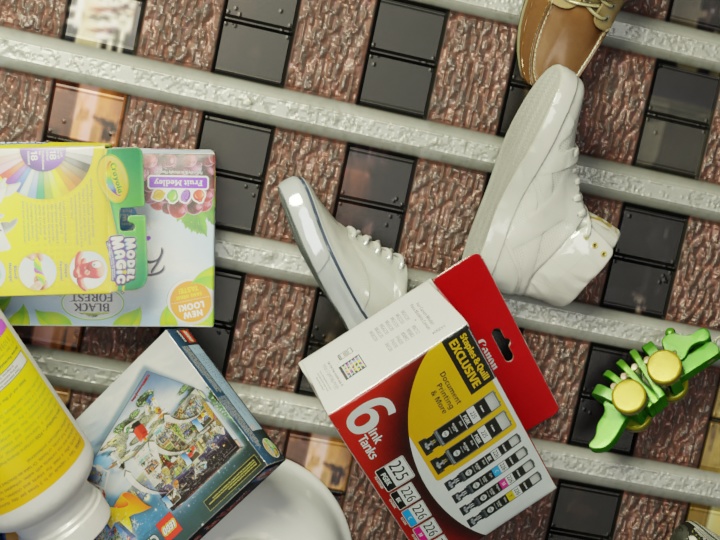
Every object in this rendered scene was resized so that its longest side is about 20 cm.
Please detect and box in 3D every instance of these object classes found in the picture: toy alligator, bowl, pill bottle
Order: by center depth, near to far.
[{"bbox_3d":[-0.271,0.125,1.074,0.104,0.104,0.201,-30,110,-2],"label":"pill bottle"},{"bbox_3d":[-0.098,0.261,1.193,0.199,0.090,0.203,-1,99,-6],"label":"bowl"},{"bbox_3d":[0.266,0.079,1.234,0.200,0.059,0.054,-40,61,0],"label":"toy alligator"}]

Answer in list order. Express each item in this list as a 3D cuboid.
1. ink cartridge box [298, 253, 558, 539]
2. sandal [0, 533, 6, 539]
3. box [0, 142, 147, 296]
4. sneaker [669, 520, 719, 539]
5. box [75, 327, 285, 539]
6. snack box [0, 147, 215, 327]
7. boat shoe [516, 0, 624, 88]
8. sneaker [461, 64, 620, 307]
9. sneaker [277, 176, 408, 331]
[{"bbox_3d":[0.075,0.116,1.163,0.175,0.084,0.201,-33,124,-2],"label":"ink cartridge box"},{"bbox_3d":[-0.293,0.230,1.077,0.079,0.087,0.200,-22,60,-28],"label":"sandal"},{"bbox_3d":[-0.264,-0.040,1.096,0.198,0.048,0.119,-1,98,-2],"label":"box"},{"bbox_3d":[0.361,0.265,1.268,0.199,0.078,0.086,26,88,-19],"label":"sneaker"},{"bbox_3d":[-0.174,0.163,1.143,0.200,0.038,0.137,-43,76,16],"label":"box"},{"bbox_3d":[-0.217,-0.028,1.153,0.198,0.053,0.144,0,99,-6],"label":"snack box"},{"bbox_3d":[0.188,-0.241,1.162,0.075,0.074,0.202,20,97,-10],"label":"boat shoe"},{"bbox_3d":[0.170,-0.065,1.184,0.115,0.074,0.201,16,114,-12],"label":"sneaker"},{"bbox_3d":[0.000,0.000,1.181,0.070,0.073,0.201,-31,111,-4],"label":"sneaker"}]
